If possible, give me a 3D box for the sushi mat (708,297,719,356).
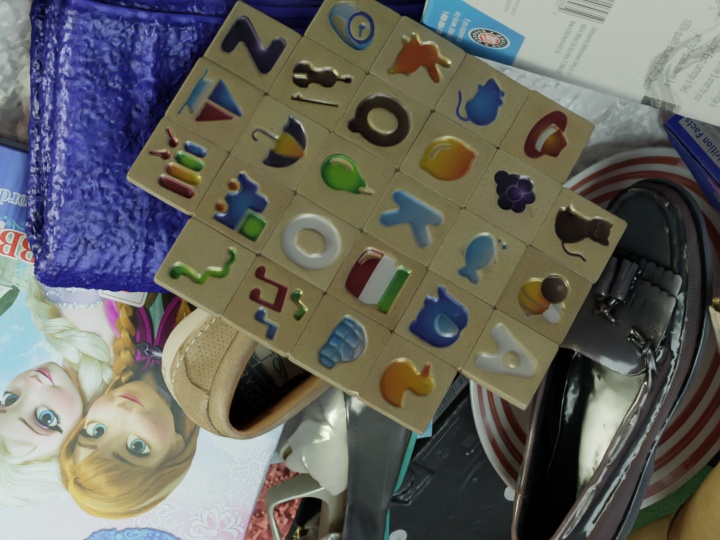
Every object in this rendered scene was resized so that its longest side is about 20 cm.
[{"bbox_3d":[0.233,0.063,1.342,0.095,0.012,0.200,8,157,17],"label":"sushi mat"}]

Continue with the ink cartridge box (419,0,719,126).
[{"bbox_3d":[0.137,-0.132,1.144,0.199,0.084,0.145,16,164,-2],"label":"ink cartridge box"}]

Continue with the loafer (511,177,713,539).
[{"bbox_3d":[0.121,0.054,1.294,0.063,0.072,0.201,-7,114,-56],"label":"loafer"}]

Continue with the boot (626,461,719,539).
[{"bbox_3d":[0.172,0.133,1.340,0.175,0.066,0.200,-34,168,-22],"label":"boot"}]

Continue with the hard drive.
[{"bbox_3d":[0.100,0.120,1.435,0.200,0.038,0.140,26,112,-33],"label":"hard drive"}]

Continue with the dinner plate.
[{"bbox_3d":[0.134,0.032,1.362,0.200,0.024,0.201,-11,111,-32],"label":"dinner plate"}]

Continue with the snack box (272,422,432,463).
[{"bbox_3d":[-0.061,0.045,1.315,0.199,0.037,0.116,-9,126,-15],"label":"snack box"}]

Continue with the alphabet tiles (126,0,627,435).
[{"bbox_3d":[0.008,-0.030,1.146,0.200,0.167,0.006,30,159,1],"label":"alphabet tiles"}]

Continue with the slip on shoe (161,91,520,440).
[{"bbox_3d":[0.000,0.000,1.169,0.200,0.061,0.076,-37,116,-6],"label":"slip on shoe"}]

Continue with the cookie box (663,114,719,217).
[{"bbox_3d":[0.283,-0.061,1.338,0.200,0.075,0.171,-37,125,4],"label":"cookie box"}]

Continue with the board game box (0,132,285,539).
[{"bbox_3d":[-0.131,0.051,1.233,0.200,0.041,0.200,16,98,-21],"label":"board game box"}]

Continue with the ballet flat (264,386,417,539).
[{"bbox_3d":[-0.012,0.101,1.308,0.073,0.073,0.200,-6,132,-18],"label":"ballet flat"}]

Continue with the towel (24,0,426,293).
[{"bbox_3d":[-0.050,-0.063,1.193,0.199,0.050,0.148,0,91,-22],"label":"towel"}]
